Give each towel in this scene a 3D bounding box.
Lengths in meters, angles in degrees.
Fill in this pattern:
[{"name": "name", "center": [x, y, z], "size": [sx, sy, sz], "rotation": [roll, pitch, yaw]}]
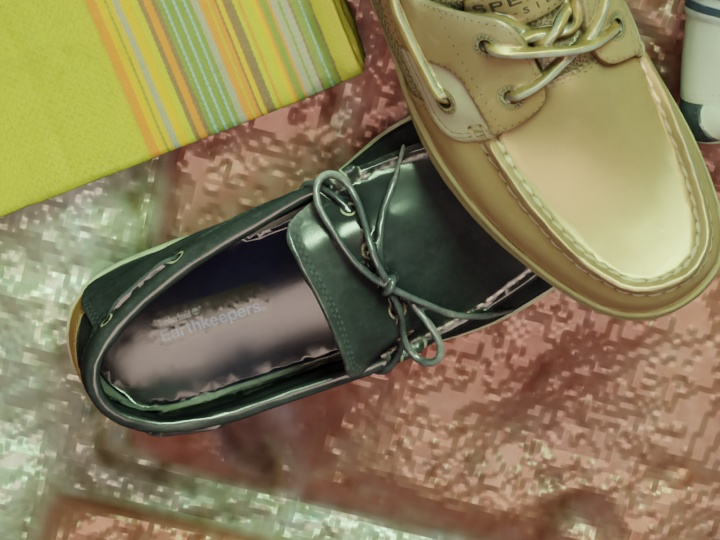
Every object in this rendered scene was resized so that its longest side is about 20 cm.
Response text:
[{"name": "towel", "center": [-0.104, -0.066, 0.826], "size": [0.199, 0.018, 0.086], "rotation": [-21, 101, 9]}]

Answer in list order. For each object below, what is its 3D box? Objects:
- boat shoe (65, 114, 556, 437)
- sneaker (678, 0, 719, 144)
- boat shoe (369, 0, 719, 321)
[{"name": "boat shoe", "center": [0.000, 0.000, 0.820], "size": [0.199, 0.062, 0.075], "rotation": [-22, 105, 7]}, {"name": "sneaker", "center": [0.193, -0.051, 0.798], "size": [0.199, 0.073, 0.071], "rotation": [13, 109, 8]}, {"name": "boat shoe", "center": [0.041, -0.073, 0.767], "size": [0.071, 0.065, 0.200], "rotation": [-35, 91, -9]}]
